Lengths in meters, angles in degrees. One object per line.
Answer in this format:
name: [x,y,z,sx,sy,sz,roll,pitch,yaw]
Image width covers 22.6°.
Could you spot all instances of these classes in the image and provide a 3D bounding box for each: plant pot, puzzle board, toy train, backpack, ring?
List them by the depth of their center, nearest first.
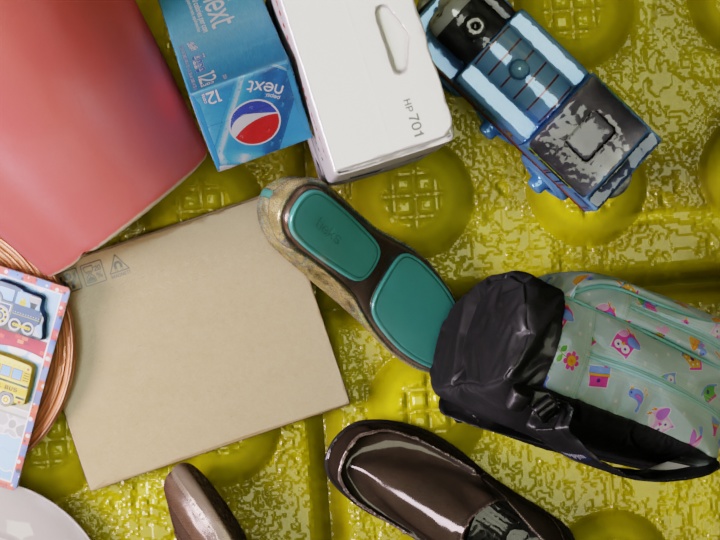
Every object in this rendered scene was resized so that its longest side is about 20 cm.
plant pot: [-0.210,-0.108,1.218,0.200,0.200,0.178,-37,102,-1]
backpack: [0.167,0.071,1.240,0.199,0.167,0.127,19,86,-18]
toy train: [0.117,-0.125,1.256,0.200,0.114,0.087,44,89,-3]
puzzle board: [-0.316,0.055,1.263,0.199,0.017,0.152,17,97,5]
ring: [-0.298,0.051,1.279,0.199,0.019,0.202,1,95,6]

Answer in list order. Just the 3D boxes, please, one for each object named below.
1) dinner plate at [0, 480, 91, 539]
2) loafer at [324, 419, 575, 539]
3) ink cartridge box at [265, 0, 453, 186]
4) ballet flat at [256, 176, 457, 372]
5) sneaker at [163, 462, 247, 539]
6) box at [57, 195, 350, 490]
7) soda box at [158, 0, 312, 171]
dinner plate: [-0.275,0.247,1.282,0.199,0.024,0.202,0,97,-3]
loafer: [0.069,0.166,1.281,0.199,0.071,0.073,25,90,-3]
ink cartridge box: [-0.005,-0.139,1.208,0.085,0.200,0.147,-17,91,-2]
ballet flat: [0.000,0.000,1.272,0.071,0.071,0.200,-49,123,-1]
sneaker: [-0.100,0.236,1.276,0.075,0.070,0.201,-29,91,0]
box: [-0.126,0.050,1.296,0.199,0.021,0.164,-18,91,-2]
soda box: [-0.091,-0.153,1.207,0.067,0.200,0.064,-20,129,-2]
